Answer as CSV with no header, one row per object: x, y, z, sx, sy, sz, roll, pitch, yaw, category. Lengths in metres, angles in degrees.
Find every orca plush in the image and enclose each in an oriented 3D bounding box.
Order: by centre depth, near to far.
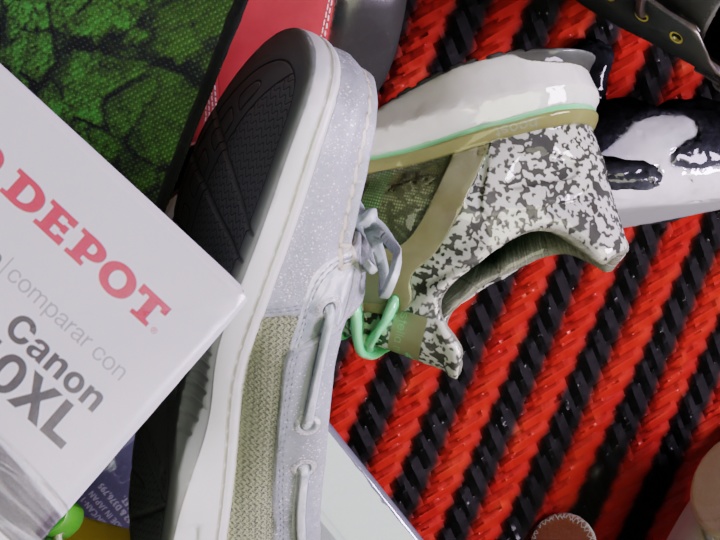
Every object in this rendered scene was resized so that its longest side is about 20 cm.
0.099,-0.056,0.834,0.200,0.105,0.071,-11,81,5,orca plush

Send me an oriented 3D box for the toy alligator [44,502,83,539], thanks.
-0.132,0.066,0.723,0.054,0.200,0.059,-43,161,2,toy alligator

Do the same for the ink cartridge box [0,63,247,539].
-0.150,0.031,0.595,0.145,0.083,0.200,43,76,-11,ink cartridge box

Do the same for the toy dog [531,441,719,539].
0.126,0.126,0.948,0.200,0.096,0.132,-23,127,4,toy dog

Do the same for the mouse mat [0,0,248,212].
-0.117,-0.079,0.648,0.161,0.008,0.200,20,123,-7,mouse mat

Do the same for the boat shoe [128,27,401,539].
-0.025,0.020,0.707,0.065,0.074,0.202,3,118,-20,boat shoe

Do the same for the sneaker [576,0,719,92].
0.074,-0.130,0.762,0.200,0.106,0.075,24,103,-33,sneaker

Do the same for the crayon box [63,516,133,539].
-0.139,0.156,0.731,0.200,0.173,0.058,17,145,-8,crayon box

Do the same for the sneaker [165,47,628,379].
0.000,0.000,0.755,0.200,0.089,0.077,-25,165,7,sneaker

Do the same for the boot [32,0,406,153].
-0.044,-0.131,0.688,0.144,0.072,0.200,-17,126,-23,boot

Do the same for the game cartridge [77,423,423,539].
-0.047,0.116,0.830,0.133,0.041,0.200,-39,100,-7,game cartridge
